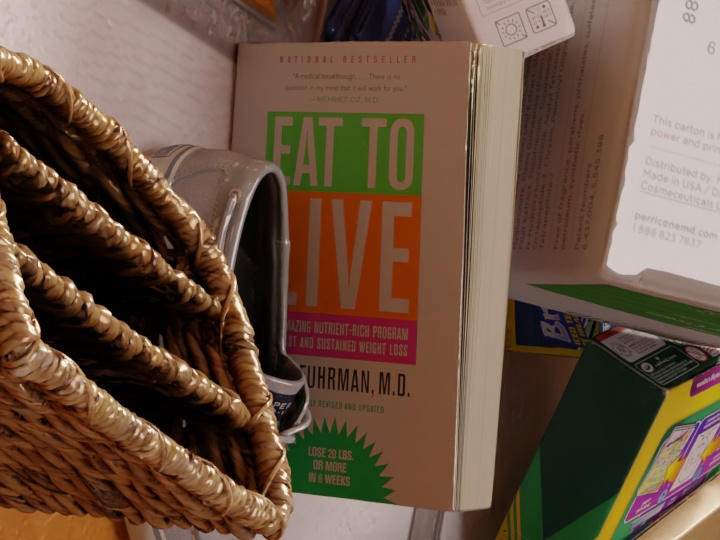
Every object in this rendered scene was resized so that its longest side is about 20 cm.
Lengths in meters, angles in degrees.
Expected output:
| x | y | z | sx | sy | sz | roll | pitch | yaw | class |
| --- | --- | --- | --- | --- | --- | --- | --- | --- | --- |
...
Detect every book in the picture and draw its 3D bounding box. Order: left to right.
| x | y | z | sx | sy | sz | roll | pitch | yaw | class |
| --- | --- | --- | --- | --- | --- | --- | --- | --- | --- |
| 0.000 | 0.000 | 1.115 | 0.048 | 0.133 | 0.201 | 2 | 91 | -57 | book |

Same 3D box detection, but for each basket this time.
| x | y | z | sx | sy | sz | roll | pitch | yaw | class |
| --- | --- | --- | --- | --- | --- | --- | --- | --- | --- |
| -0.109 | 0.000 | 0.916 | 0.200 | 0.149 | 0.143 | 42 | 58 | -52 | basket |

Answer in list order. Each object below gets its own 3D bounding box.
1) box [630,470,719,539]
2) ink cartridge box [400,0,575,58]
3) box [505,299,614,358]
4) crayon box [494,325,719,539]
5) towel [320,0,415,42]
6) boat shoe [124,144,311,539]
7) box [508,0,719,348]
| x | y | z | sx | sy | sz | roll | pitch | yaw | class |
| --- | --- | --- | --- | --- | --- | --- | --- | --- | --- |
| 0.138 | 0.206 | 1.401 | 0.200 | 0.021 | 0.164 | -27 | 145 | -53 | box |
| 0.028 | -0.192 | 1.150 | 0.050 | 0.109 | 0.201 | -24 | 101 | -11 | ink cartridge box |
| 0.152 | -0.003 | 1.438 | 0.200 | 0.064 | 0.070 | -18 | 110 | -58 | box |
| 0.156 | 0.101 | 1.398 | 0.200 | 0.058 | 0.173 | -20 | 139 | -57 | crayon box |
| 0.043 | -0.102 | 1.290 | 0.200 | 0.024 | 0.145 | 62 | 41 | -44 | towel |
| -0.059 | 0.047 | 1.079 | 0.070 | 0.071 | 0.202 | -13 | 104 | -58 | boat shoe |
| 0.168 | -0.071 | 1.237 | 0.198 | 0.171 | 0.201 | 13 | 85 | -27 | box |
